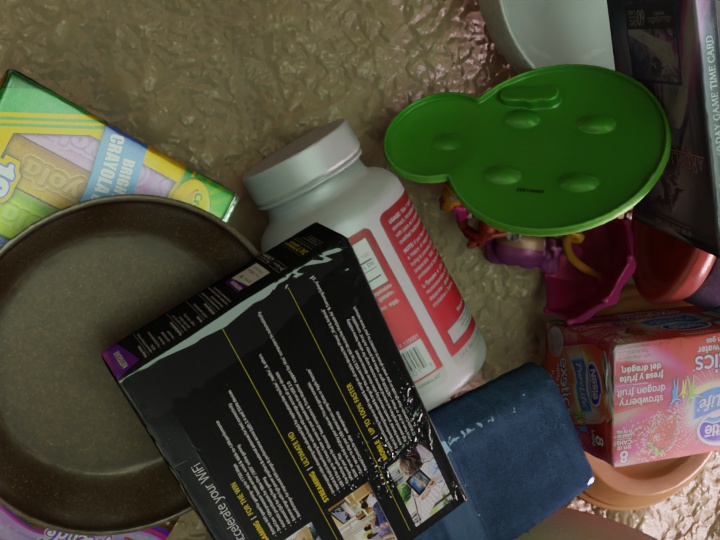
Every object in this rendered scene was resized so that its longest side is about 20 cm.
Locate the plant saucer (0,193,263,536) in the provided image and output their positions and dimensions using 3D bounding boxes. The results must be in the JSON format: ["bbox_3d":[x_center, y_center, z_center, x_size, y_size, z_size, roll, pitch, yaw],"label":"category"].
[{"bbox_3d":[-0.138,0.053,0.571,0.199,0.037,0.202,-7,105,-26],"label":"plant saucer"}]

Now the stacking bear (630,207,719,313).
[{"bbox_3d":[0.323,-0.018,0.760,0.199,0.122,0.114,6,110,-10],"label":"stacking bear"}]

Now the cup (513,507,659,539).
[{"bbox_3d":[0.132,0.260,0.763,0.143,0.200,0.201,34,85,2],"label":"cup"}]

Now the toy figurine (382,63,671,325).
[{"bbox_3d":[0.131,-0.036,0.735,0.184,0.199,0.151,65,39,-50],"label":"toy figurine"}]

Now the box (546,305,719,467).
[{"bbox_3d":[0.255,0.084,0.777,0.199,0.100,0.096,-5,99,-20],"label":"box"}]

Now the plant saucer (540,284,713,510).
[{"bbox_3d":[0.244,0.114,0.849,0.199,0.037,0.202,-2,97,-19],"label":"plant saucer"}]

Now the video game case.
[{"bbox_3d":[0.206,-0.120,0.662,0.019,0.143,0.201,-11,104,-4],"label":"video game case"}]

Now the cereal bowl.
[{"bbox_3d":[0.172,-0.228,0.751,0.199,0.083,0.201,-3,100,-19],"label":"cereal bowl"}]

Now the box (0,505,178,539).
[{"bbox_3d":[-0.199,0.119,0.665,0.200,0.039,0.137,35,85,-35],"label":"box"}]

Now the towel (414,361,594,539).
[{"bbox_3d":[0.063,0.152,0.696,0.199,0.048,0.112,-25,102,-17],"label":"towel"}]

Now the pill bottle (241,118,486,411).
[{"bbox_3d":[0.000,0.000,0.705,0.112,0.112,0.201,-32,104,-13],"label":"pill bottle"}]

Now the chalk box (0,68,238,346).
[{"bbox_3d":[-0.162,-0.026,0.639,0.199,0.124,0.124,28,87,-22],"label":"chalk box"}]

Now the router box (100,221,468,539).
[{"bbox_3d":[-0.038,0.095,0.584,0.149,0.051,0.201,-32,114,-16],"label":"router box"}]

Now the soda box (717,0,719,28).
[{"bbox_3d":[0.311,-0.130,0.776,0.064,0.068,0.200,-40,139,-10],"label":"soda box"}]
